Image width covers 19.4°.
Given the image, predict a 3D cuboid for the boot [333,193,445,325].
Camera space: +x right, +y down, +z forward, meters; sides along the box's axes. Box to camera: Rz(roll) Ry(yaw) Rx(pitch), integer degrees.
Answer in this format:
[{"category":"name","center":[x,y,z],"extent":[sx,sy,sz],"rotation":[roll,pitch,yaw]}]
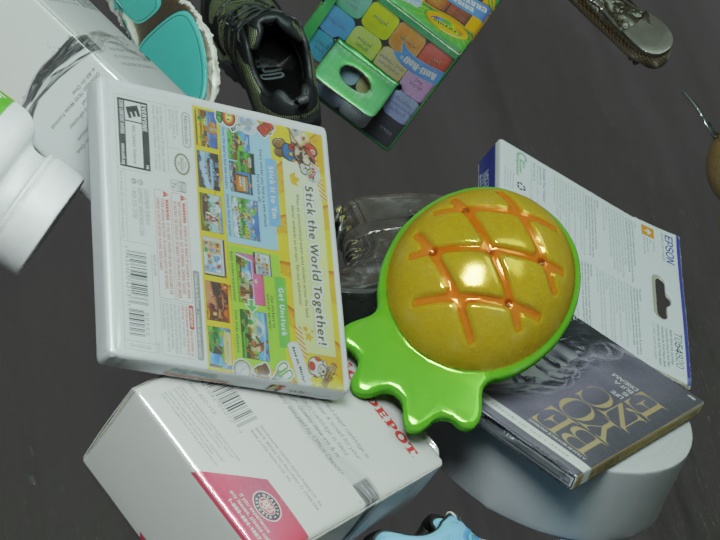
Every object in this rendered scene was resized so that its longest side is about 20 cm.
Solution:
[{"category":"boot","center":[0.000,0.000,1.603],"extent":[0.198,0.070,0.174],"rotation":[-7,29,-10]}]

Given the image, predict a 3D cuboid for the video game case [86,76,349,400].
[{"category":"video game case","center":[-0.095,-0.020,1.398],"extent":[0.181,0.023,0.202],"rotation":[11,61,-32]}]

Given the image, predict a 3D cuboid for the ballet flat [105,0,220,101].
[{"category":"ballet flat","center":[-0.150,-0.191,1.678],"extent":[0.071,0.072,0.201],"rotation":[1,51,-41]}]

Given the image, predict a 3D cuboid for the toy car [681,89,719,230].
[{"category":"toy car","center":[0.393,-0.107,2.018],"extent":[0.164,0.158,0.200],"rotation":[18,28,-45]}]

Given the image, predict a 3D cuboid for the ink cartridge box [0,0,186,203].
[{"category":"ink cartridge box","center":[-0.211,-0.141,1.510],"extent":[0.200,0.084,0.145],"rotation":[43,9,5]}]

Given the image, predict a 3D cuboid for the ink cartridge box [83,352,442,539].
[{"category":"ink cartridge box","center":[-0.061,0.127,1.404],"extent":[0.147,0.083,0.199],"rotation":[50,38,14]}]

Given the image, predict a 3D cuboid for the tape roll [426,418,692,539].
[{"category":"tape roll","center":[0.144,0.114,1.568],"extent":[0.199,0.067,0.201],"rotation":[17,26,-8]}]

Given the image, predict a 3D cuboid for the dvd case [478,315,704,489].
[{"category":"dvd case","center":[0.146,0.085,1.532],"extent":[0.148,0.016,0.199],"rotation":[35,30,24]}]

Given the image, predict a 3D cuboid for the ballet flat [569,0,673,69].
[{"category":"ballet flat","center":[0.242,-0.277,2.141],"extent":[0.067,0.046,0.200],"rotation":[-35,69,-21]}]

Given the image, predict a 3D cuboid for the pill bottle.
[{"category":"pill bottle","center":[-0.288,-0.086,1.402],"extent":[0.199,0.111,0.111],"rotation":[36,36,-6]}]

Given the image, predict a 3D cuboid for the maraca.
[{"category":"maraca","center":[0.071,0.025,1.461],"extent":[0.137,0.107,0.200],"rotation":[32,65,14]}]

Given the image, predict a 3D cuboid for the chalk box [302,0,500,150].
[{"category":"chalk box","center":[0.024,-0.201,1.791],"extent":[0.124,0.124,0.200],"rotation":[37,36,-3]}]

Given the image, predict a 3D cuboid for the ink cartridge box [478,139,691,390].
[{"category":"ink cartridge box","center":[0.188,0.003,1.793],"extent":[0.199,0.041,0.200],"rotation":[27,38,-17]}]

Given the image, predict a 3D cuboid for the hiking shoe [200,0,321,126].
[{"category":"hiking shoe","center":[-0.073,-0.186,1.695],"extent":[0.075,0.101,0.201],"rotation":[-14,59,-21]}]

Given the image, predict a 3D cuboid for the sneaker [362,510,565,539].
[{"category":"sneaker","center":[0.082,0.200,1.464],"extent":[0.199,0.079,0.090],"rotation":[4,42,-43]}]
